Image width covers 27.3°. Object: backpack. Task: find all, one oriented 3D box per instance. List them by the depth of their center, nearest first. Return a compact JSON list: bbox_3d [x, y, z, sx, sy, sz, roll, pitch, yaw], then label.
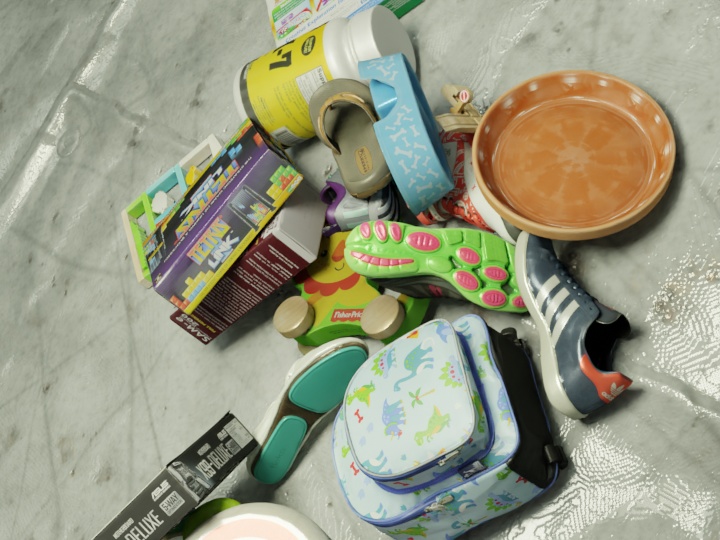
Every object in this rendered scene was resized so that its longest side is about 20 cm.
[{"bbox_3d":[0.065,0.154,1.408,0.199,0.147,0.184,-36,45,23],"label":"backpack"}]

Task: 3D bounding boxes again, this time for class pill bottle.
[{"bbox_3d":[-0.041,-0.226,1.739,0.199,0.114,0.115,-22,53,29],"label":"pill bottle"}]

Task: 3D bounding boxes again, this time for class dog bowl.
[{"bbox_3d":[0.049,-0.148,1.541,0.049,0.112,0.201,-24,45,9],"label":"dog bowl"}]

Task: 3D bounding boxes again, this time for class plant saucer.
[{"bbox_3d":[0.210,-0.113,1.468,0.198,0.032,0.202,-4,57,6],"label":"plant saucer"}]

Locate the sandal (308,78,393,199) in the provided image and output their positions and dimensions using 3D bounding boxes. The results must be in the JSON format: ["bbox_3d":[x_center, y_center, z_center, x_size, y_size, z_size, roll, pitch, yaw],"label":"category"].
[{"bbox_3d":[-0.016,-0.152,1.595,0.081,0.055,0.201,-34,39,15],"label":"sandal"}]

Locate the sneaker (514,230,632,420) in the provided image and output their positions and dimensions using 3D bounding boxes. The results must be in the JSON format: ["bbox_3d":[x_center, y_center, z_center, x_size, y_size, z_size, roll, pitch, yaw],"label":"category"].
[{"bbox_3d":[0.208,0.038,1.408,0.084,0.075,0.201,-27,61,27],"label":"sneaker"}]

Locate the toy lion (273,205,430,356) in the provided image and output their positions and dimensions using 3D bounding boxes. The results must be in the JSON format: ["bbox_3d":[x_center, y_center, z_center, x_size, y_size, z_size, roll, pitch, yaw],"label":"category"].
[{"bbox_3d":[0.000,0.000,1.619,0.199,0.069,0.193,-1,58,40],"label":"toy lion"}]

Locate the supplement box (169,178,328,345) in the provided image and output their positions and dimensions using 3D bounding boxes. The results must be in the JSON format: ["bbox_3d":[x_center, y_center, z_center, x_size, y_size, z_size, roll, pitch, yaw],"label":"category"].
[{"bbox_3d":[-0.127,-0.014,1.682,0.200,0.061,0.109,-38,27,33],"label":"supplement box"}]

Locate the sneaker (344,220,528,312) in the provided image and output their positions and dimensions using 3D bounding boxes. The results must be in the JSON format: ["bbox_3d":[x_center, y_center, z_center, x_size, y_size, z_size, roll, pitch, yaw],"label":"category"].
[{"bbox_3d":[0.083,-0.005,1.496,0.198,0.084,0.077,16,81,4],"label":"sneaker"}]

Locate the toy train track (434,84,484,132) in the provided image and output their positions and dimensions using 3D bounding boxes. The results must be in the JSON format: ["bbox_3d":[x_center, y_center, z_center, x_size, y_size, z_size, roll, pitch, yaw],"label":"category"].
[{"bbox_3d":[0.152,-0.134,1.532,0.200,0.114,0.033,53,128,30],"label":"toy train track"}]

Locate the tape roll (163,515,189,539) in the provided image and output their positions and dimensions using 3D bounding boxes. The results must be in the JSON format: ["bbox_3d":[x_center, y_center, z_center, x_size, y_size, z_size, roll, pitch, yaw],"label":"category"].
[{"bbox_3d":[-0.186,0.356,1.574,0.199,0.048,0.202,-20,55,31],"label":"tape roll"}]

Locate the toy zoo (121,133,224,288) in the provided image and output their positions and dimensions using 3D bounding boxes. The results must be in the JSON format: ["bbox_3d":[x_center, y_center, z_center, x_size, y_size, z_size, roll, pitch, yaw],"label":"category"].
[{"bbox_3d":[-0.216,-0.085,1.872,0.200,0.020,0.132,-38,47,18],"label":"toy zoo"}]

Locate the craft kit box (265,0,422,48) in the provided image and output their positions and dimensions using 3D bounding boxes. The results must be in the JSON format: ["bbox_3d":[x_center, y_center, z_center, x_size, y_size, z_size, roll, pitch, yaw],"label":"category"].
[{"bbox_3d":[-0.029,-0.357,1.855,0.199,0.048,0.199,-32,52,23],"label":"craft kit box"}]

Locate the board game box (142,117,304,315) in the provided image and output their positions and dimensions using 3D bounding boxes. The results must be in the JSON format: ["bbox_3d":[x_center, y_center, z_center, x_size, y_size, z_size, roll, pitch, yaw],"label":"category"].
[{"bbox_3d":[-0.159,-0.065,1.668,0.200,0.057,0.165,-50,20,5],"label":"board game box"}]

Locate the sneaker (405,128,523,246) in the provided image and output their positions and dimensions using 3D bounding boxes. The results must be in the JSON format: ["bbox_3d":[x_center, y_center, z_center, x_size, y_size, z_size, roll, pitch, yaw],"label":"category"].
[{"bbox_3d":[0.111,-0.069,1.555,0.108,0.067,0.202,-39,43,18],"label":"sneaker"}]

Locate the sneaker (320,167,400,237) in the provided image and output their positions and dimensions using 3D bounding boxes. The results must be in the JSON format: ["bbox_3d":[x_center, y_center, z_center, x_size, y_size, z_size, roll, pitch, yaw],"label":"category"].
[{"bbox_3d":[-0.005,-0.117,1.639,0.087,0.075,0.201,-13,38,13],"label":"sneaker"}]

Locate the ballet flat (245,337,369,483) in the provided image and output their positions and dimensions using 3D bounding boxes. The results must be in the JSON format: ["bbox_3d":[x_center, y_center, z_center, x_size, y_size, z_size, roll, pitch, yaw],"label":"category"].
[{"bbox_3d":[-0.065,0.136,1.574,0.201,0.069,0.070,-55,43,19],"label":"ballet flat"}]

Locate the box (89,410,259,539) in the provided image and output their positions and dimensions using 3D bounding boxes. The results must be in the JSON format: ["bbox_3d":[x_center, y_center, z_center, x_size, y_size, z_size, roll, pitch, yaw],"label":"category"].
[{"bbox_3d":[-0.196,0.233,1.490,0.158,0.200,0.050,-44,88,17],"label":"box"}]

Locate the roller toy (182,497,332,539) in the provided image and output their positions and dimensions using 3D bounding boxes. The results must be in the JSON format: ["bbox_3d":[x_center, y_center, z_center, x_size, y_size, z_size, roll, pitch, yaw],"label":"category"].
[{"bbox_3d":[-0.090,0.330,1.424,0.181,0.140,0.202,3,66,16],"label":"roller toy"}]
